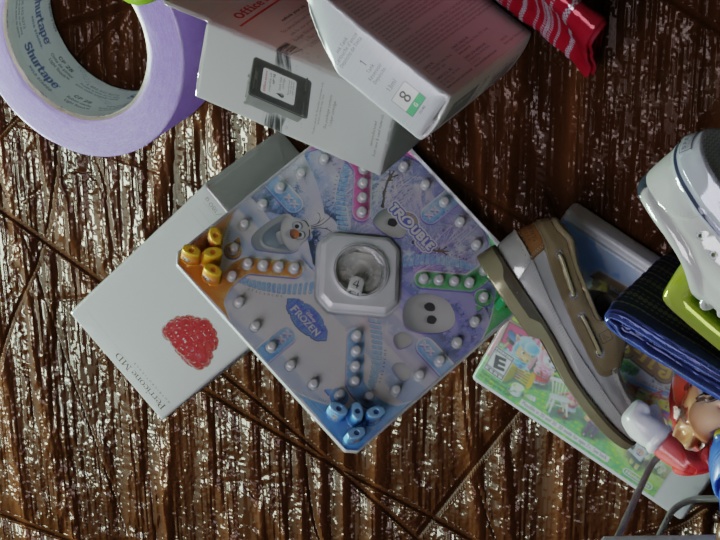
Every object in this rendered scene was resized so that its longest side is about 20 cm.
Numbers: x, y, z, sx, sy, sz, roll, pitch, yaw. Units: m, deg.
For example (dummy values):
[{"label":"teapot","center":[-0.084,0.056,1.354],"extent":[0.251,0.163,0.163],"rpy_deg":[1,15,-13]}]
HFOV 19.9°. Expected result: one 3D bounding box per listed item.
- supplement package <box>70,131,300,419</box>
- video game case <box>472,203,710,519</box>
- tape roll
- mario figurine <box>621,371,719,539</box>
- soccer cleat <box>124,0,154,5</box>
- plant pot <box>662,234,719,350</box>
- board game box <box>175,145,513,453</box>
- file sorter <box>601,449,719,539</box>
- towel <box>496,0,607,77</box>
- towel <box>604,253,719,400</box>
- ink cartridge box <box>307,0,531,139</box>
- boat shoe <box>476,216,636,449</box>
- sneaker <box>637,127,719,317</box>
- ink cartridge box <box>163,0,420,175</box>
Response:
[{"label":"supplement package","center":[-0.113,0.006,1.644],"extent":[0.121,0.120,0.200],"rpy_deg":[49,128,-1]},{"label":"video game case","center":[0.204,0.071,1.559],"extent":[0.200,0.022,0.182],"rpy_deg":[34,127,10]},{"label":"tape roll","center":[-0.209,-0.194,1.630],"extent":[0.200,0.066,0.200],"rpy_deg":[14,121,24]},{"label":"mario figurine","center":[0.261,0.114,1.422],"extent":[0.123,0.200,0.106],"rpy_deg":[21,117,-22]},{"label":"soccer cleat","center":[-0.106,-0.272,1.507],"extent":[0.200,0.081,0.068],"rpy_deg":[-41,92,3]},{"label":"plant pot","center":[0.348,-0.021,1.328],"extent":[0.200,0.181,0.199],"rpy_deg":[39,127,7]},{"label":"board game box","center":[0.000,0.000,1.525],"extent":[0.200,0.200,0.026],"rpy_deg":[47,162,9]},{"label":"file sorter","center":[0.286,0.242,1.522],"extent":[0.139,0.125,0.200],"rpy_deg":[-5,121,32]},{"label":"towel","center":[0.088,-0.211,1.413],"extent":[0.200,0.145,0.022],"rpy_deg":[39,89,7]},{"label":"towel","center":[0.249,0.048,1.410],"extent":[0.145,0.200,0.024],"rpy_deg":[33,111,11]},{"label":"ink cartridge box","center":[0.009,-0.191,1.446],"extent":[0.200,0.161,0.050],"rpy_deg":[38,124,7]},{"label":"boat shoe","center":[0.167,0.048,1.505],"extent":[0.068,0.075,0.200],"rpy_deg":[-35,117,6]},{"label":"sneaker","center":[0.244,0.008,1.253],"extent":[0.071,0.073,0.200],"rpy_deg":[-35,86,47]},{"label":"ink cartridge box","center":[-0.040,-0.156,1.522],"extent":[0.200,0.116,0.067],"rpy_deg":[24,126,18]}]
